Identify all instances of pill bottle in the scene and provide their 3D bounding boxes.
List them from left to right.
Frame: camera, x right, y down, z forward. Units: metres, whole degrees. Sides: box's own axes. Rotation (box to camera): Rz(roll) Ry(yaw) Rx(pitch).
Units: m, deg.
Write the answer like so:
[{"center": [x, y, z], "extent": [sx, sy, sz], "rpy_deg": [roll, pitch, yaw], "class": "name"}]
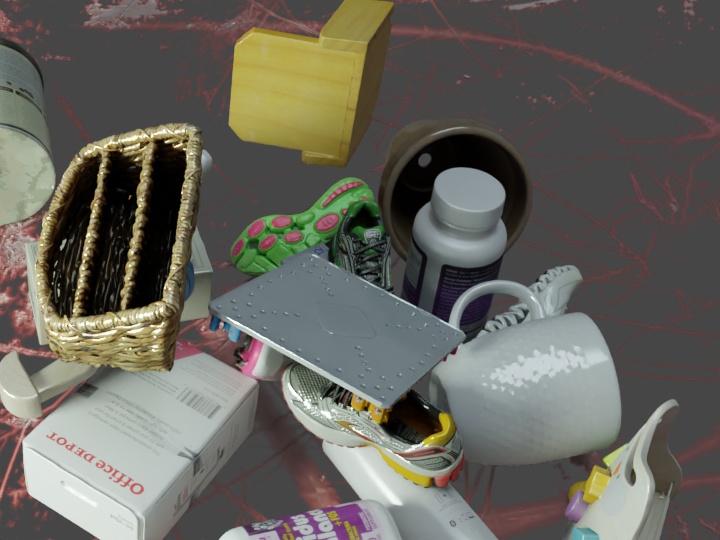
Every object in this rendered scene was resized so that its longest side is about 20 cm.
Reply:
[{"center": [-0.065, 0.276, 0.912], "extent": [0.197, 0.113, 0.113], "rpy_deg": [-8, 45, -22], "class": "pill bottle"}, {"center": [0.110, -0.014, 1.201], "extent": [0.109, 0.202, 0.112], "rpy_deg": [5, 40, -4], "class": "pill bottle"}]

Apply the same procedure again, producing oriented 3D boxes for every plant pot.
[{"center": [0.103, -0.117, 1.349], "extent": [0.197, 0.203, 0.175], "rpy_deg": [-1, 25, -15], "class": "plant pot"}]

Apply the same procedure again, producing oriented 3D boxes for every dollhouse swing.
[{"center": [-0.071, -0.277, 1.449], "extent": [0.173, 0.202, 0.183], "rpy_deg": [18, 42, 8], "class": "dollhouse swing"}]

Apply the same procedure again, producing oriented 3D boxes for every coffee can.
[{"center": [-0.462, -0.177, 1.285], "extent": [0.144, 0.148, 0.201], "rpy_deg": [-5, 44, -19], "class": "coffee can"}]

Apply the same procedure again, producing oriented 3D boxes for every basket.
[{"center": [-0.225, -0.028, 0.943], "extent": [0.140, 0.149, 0.203], "rpy_deg": [8, 63, -8], "class": "basket"}]

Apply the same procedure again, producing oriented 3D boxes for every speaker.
[{"center": [0.047, 0.222, 1.022], "extent": [0.080, 0.082, 0.200], "rpy_deg": [-21, 51, -32], "class": "speaker"}]

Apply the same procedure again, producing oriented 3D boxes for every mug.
[{"center": [0.162, 0.109, 1.106], "extent": [0.172, 0.148, 0.203], "rpy_deg": [-10, 76, -10], "class": "mug"}]

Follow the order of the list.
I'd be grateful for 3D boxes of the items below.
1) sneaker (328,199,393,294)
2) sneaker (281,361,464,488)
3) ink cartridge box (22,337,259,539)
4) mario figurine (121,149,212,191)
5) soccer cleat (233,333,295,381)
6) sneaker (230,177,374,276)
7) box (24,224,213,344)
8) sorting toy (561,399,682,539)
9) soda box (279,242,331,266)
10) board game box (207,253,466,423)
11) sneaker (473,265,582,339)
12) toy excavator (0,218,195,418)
[{"center": [0.000, 0.000, 1.153], "extent": [0.077, 0.086, 0.202], "rpy_deg": [2, 43, -13], "class": "sneaker"}, {"center": [0.012, 0.130, 0.995], "extent": [0.197, 0.083, 0.078], "rpy_deg": [21, 53, 20], "class": "sneaker"}, {"center": [-0.214, 0.164, 1.020], "extent": [0.145, 0.084, 0.200], "rpy_deg": [26, 43, 15], "class": "ink cartridge box"}, {"center": [-0.251, -0.108, 1.245], "extent": [0.122, 0.108, 0.200], "rpy_deg": [17, 0, -13], "class": "mario figurine"}, {"center": [-0.084, 0.083, 1.083], "extent": [0.085, 0.071, 0.200], "rpy_deg": [21, -4, -7], "class": "soccer cleat"}, {"center": [-0.069, -0.043, 1.296], "extent": [0.198, 0.084, 0.077], "rpy_deg": [-25, 72, -14], "class": "sneaker"}, {"center": [-0.274, 0.012, 1.176], "extent": [0.197, 0.079, 0.096], "rpy_deg": [-8, 45, -21], "class": "box"}, {"center": [0.263, 0.220, 1.000], "extent": [0.106, 0.182, 0.201], "rpy_deg": [23, 42, 13], "class": "sorting toy"}, {"center": [-0.015, 0.058, 1.199], "extent": [0.068, 0.064, 0.200], "rpy_deg": [-23, 53, -35], "class": "soda box"}, {"center": [-0.019, 0.058, 1.002], "extent": [0.198, 0.026, 0.199], "rpy_deg": [27, 25, 18], "class": "board game box"}, {"center": [0.214, 0.068, 1.245], "extent": [0.081, 0.076, 0.199], "rpy_deg": [40, 56, 18], "class": "sneaker"}, {"center": [-0.258, 0.044, 1.025], "extent": [0.191, 0.101, 0.202], "rpy_deg": [-3, 51, -14], "class": "toy excavator"}]
